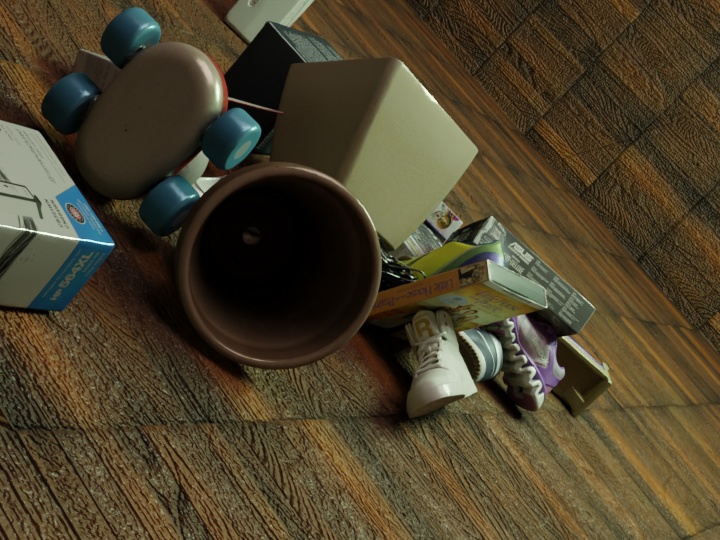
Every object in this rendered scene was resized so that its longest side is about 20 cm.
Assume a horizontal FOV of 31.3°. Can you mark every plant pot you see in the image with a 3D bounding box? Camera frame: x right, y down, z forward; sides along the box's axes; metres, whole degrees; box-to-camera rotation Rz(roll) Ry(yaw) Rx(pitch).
[{"bbox_3d":[-0.004,-0.137,1.647,0.198,0.178,0.200,5,-28,44],"label":"plant pot"},{"bbox_3d":[-0.094,-0.020,1.293,0.200,0.201,0.175,38,2,-20],"label":"plant pot"}]

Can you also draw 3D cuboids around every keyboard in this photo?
[{"bbox_3d":[0.000,0.000,1.583,0.200,0.104,0.040,38,46,-31],"label":"keyboard"}]

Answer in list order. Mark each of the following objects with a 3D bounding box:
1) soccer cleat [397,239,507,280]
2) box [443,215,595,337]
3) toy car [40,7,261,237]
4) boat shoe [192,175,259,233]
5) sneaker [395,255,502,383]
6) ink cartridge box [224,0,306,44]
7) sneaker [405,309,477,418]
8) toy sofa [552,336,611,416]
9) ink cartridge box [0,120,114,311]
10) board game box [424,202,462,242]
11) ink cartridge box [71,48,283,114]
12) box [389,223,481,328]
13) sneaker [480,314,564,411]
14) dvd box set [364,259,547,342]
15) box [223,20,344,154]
[{"bbox_3d":[0.096,0.000,1.659,0.065,0.198,0.084,52,42,-47],"label":"soccer cleat"},{"bbox_3d":[0.215,0.015,1.813,0.200,0.050,0.158,41,-15,-7],"label":"box"},{"bbox_3d":[-0.201,-0.147,1.363,0.184,0.177,0.200,44,5,8],"label":"toy car"},{"bbox_3d":[-0.141,-0.090,1.508,0.074,0.067,0.199,51,18,20],"label":"boat shoe"},{"bbox_3d":[0.117,0.069,1.726,0.201,0.070,0.108,57,23,21],"label":"sneaker"},{"bbox_3d":[-0.143,-0.471,2.238,0.085,0.146,0.200,44,18,-3],"label":"ink cartridge box"},{"bbox_3d":[0.078,0.105,1.506,0.200,0.073,0.117,7,62,-77],"label":"sneaker"},{"bbox_3d":[0.288,0.121,1.977,0.200,0.083,0.098,40,18,-15],"label":"toy sofa"},{"bbox_3d":[-0.312,-0.053,1.005,0.146,0.084,0.199,52,18,23],"label":"ink cartridge box"},{"bbox_3d":[0.078,-0.129,2.058,0.200,0.041,0.200,46,2,3],"label":"board game box"},{"bbox_3d":[-0.213,-0.203,1.517,0.175,0.045,0.200,22,8,24],"label":"ink cartridge box"},{"bbox_3d":[0.096,0.001,1.871,0.158,0.048,0.201,18,30,-54],"label":"box"},{"bbox_3d":[0.224,0.089,1.777,0.080,0.088,0.202,8,-55,64],"label":"sneaker"},{"bbox_3d":[0.109,0.042,1.575,0.146,0.198,0.030,23,57,-52],"label":"dvd box set"},{"bbox_3d":[-0.103,-0.253,1.828,0.107,0.149,0.200,48,18,13],"label":"box"}]
